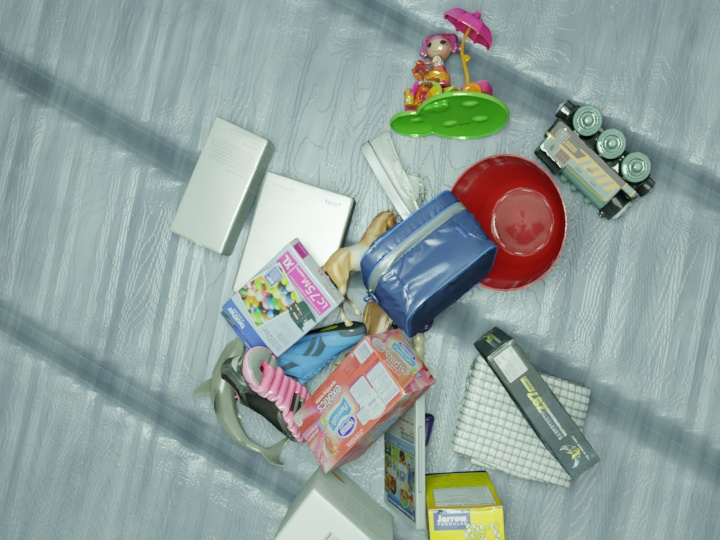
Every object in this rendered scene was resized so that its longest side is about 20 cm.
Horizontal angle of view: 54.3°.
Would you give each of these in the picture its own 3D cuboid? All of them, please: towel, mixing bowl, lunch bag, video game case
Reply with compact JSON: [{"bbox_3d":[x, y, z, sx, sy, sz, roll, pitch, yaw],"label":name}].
[{"bbox_3d":[0.250,0.237,1.119,0.195,0.086,0.170,15,91,2],"label":"towel"},{"bbox_3d":[0.238,-0.075,1.099,0.196,0.108,0.206,3,96,30],"label":"mixing bowl"},{"bbox_3d":[0.087,-0.010,1.026,0.198,0.136,0.133,-36,71,-11],"label":"lunch bag"},{"bbox_3d":[0.067,0.281,1.101,0.018,0.143,0.206,1,88,-18],"label":"video game case"}]

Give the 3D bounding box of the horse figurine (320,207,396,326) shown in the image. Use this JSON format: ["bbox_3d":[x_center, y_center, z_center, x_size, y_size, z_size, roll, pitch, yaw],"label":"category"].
[{"bbox_3d":[0.000,0.000,1.102,0.197,0.050,0.135,-27,97,-18],"label":"horse figurine"}]

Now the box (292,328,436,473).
[{"bbox_3d":[0.004,0.192,1.034,0.103,0.094,0.201,52,120,22],"label":"box"}]

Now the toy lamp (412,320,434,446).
[{"bbox_3d":[0.093,0.182,1.142,0.057,0.058,0.206,-1,88,4],"label":"toy lamp"}]

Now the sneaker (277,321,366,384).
[{"bbox_3d":[-0.067,0.134,1.126,0.196,0.066,0.080,-17,89,29],"label":"sneaker"}]

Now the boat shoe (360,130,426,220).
[{"bbox_3d":[0.074,-0.134,1.144,0.065,0.074,0.203,-31,88,6],"label":"boat shoe"}]

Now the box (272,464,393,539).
[{"bbox_3d":[-0.037,0.397,1.072,0.151,0.200,0.107,39,90,4],"label":"box"}]

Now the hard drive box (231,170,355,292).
[{"bbox_3d":[-0.106,-0.040,1.151,0.152,0.077,0.205,17,90,4],"label":"hard drive box"}]

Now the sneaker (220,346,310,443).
[{"bbox_3d":[-0.148,0.199,1.103,0.093,0.080,0.202,-13,126,27],"label":"sneaker"}]

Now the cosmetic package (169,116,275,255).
[{"bbox_3d":[-0.227,-0.138,1.165,0.100,0.074,0.204,24,92,4],"label":"cosmetic package"}]

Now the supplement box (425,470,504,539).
[{"bbox_3d":[0.154,0.385,1.061,0.106,0.200,0.113,-4,88,4],"label":"supplement box"}]

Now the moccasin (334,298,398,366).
[{"bbox_3d":[0.004,0.148,1.142,0.076,0.073,0.207,16,94,19],"label":"moccasin"}]

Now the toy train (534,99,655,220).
[{"bbox_3d":[0.373,-0.176,1.127,0.200,0.085,0.114,44,103,2],"label":"toy train"}]

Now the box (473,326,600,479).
[{"bbox_3d":[0.243,0.181,0.997,0.051,0.158,0.202,-35,90,3],"label":"box"}]

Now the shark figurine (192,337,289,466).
[{"bbox_3d":[-0.209,0.236,1.146,0.126,0.089,0.219,-26,85,4],"label":"shark figurine"}]

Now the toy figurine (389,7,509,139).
[{"bbox_3d":[0.144,-0.327,1.138,0.195,0.149,0.189,-4,73,28],"label":"toy figurine"}]

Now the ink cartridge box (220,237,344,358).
[{"bbox_3d":[-0.131,0.059,1.082,0.199,0.042,0.120,-40,90,28],"label":"ink cartridge box"}]
